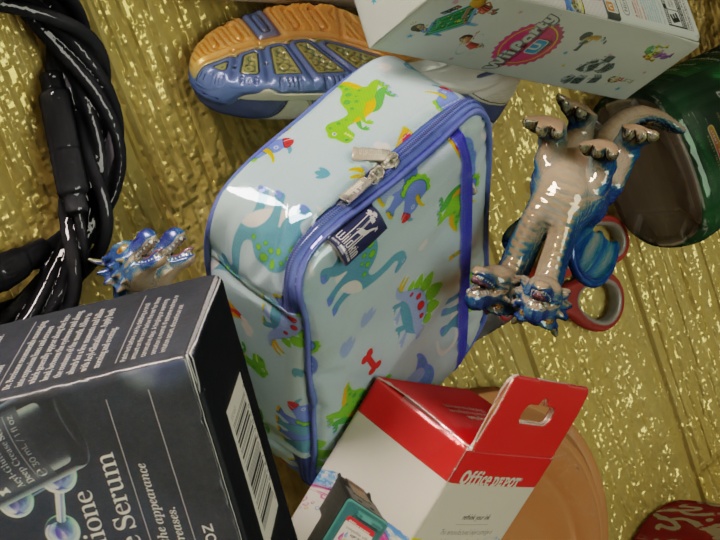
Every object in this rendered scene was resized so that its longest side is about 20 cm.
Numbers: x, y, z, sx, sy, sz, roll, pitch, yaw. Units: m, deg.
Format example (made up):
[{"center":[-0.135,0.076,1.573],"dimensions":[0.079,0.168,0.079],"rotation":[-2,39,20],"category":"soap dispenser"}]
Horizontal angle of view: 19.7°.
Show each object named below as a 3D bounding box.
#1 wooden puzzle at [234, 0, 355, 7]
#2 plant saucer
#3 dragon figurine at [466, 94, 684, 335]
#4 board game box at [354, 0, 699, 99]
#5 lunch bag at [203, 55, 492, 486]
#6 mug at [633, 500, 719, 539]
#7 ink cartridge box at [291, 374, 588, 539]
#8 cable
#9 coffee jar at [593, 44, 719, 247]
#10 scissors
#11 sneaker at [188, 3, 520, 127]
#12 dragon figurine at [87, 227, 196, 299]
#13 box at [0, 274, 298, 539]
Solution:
[{"center":[-0.022,-0.243,1.103],"dimensions":[0.184,0.046,0.202],"rotation":[-3,95,-40],"category":"wooden puzzle"},{"center":[0.078,0.171,1.230],"dimensions":[0.199,0.032,0.202],"rotation":[-3,95,-40],"category":"plant saucer"},{"center":[0.110,-0.032,1.083],"dimensions":[0.200,0.058,0.100],"rotation":[-36,145,-63],"category":"dragon figurine"},{"center":[0.075,-0.179,1.086],"dimensions":[0.199,0.064,0.149],"rotation":[6,59,-43],"category":"board game box"},{"center":[0.000,0.000,1.067],"dimensions":[0.161,0.082,0.201],"rotation":[-41,149,-31],"category":"lunch bag"},{"center":[0.253,0.220,1.271],"dimensions":[0.177,0.199,0.134],"rotation":[-38,117,-31],"category":"mug"},{"center":[0.027,0.125,1.088],"dimensions":[0.201,0.067,0.116],"rotation":[-58,154,9],"category":"ink cartridge box"},{"center":[-0.175,-0.055,0.986],"dimensions":[0.163,0.051,0.201],"rotation":[38,69,-35],"category":"cable"},{"center":[0.241,-0.100,1.308],"dimensions":[0.199,0.085,0.105],"rotation":[-31,104,-34],"category":"coffee jar"},{"center":[0.091,0.013,1.243],"dimensions":[0.199,0.014,0.074],"rotation":[-12,103,-38],"category":"scissors"},{"center":[0.001,-0.093,1.115],"dimensions":[0.198,0.076,0.089],"rotation":[-7,134,-23],"category":"sneaker"},{"center":[-0.122,0.071,1.023],"dimensions":[0.059,0.100,0.201],"rotation":[-6,136,-51],"category":"dragon figurine"},{"center":[-0.141,0.107,0.923],"dimensions":[0.107,0.198,0.150],"rotation":[-79,154,-71],"category":"box"}]
